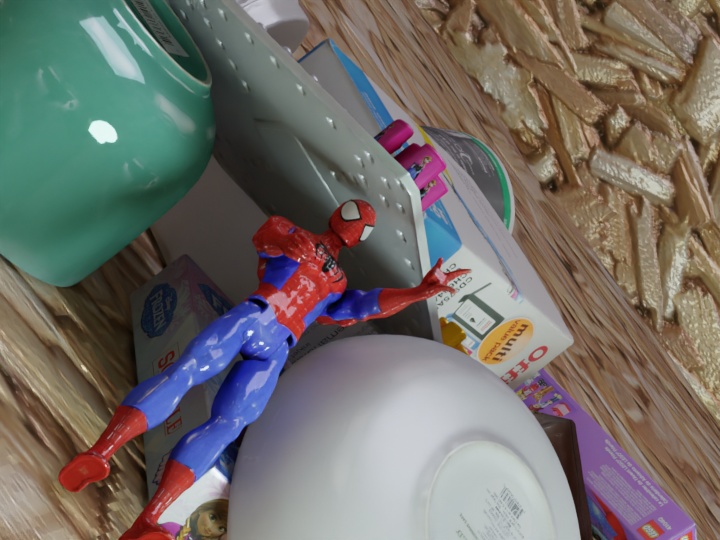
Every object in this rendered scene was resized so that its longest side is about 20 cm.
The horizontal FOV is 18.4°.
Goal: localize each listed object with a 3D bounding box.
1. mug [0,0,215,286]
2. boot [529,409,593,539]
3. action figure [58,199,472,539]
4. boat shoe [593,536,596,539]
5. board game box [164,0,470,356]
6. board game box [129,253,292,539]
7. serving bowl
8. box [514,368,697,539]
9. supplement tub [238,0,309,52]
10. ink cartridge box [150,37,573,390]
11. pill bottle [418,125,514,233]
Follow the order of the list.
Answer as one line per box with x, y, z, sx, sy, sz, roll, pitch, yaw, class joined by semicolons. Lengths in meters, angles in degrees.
-0.149;-0.096;1.041;0.185;0.114;0.153;45;14;-39;mug
0.130;0.172;1.332;0.186;0.064;0.202;1;76;-74;boot
-0.032;0.027;0.930;0.065;0.099;0.200;51;48;-16;action figure
0.116;0.176;1.431;0.200;0.072;0.065;50;11;-6;boat shoe
-0.021;-0.055;1.080;0.200;0.026;0.201;47;-16;27;board game box
-0.031;0.113;1.081;0.200;0.041;0.200;48;12;-27;board game box
0.036;0.122;0.988;0.199;0.065;0.202;17;66;-42;serving bowl
0.151;0.158;1.474;0.200;0.039;0.138;47;-22;41;box
-0.136;-0.193;1.336;0.201;0.140;0.140;54;11;8;supplement tub
0.000;0.000;1.284;0.200;0.147;0.145;37;19;-53;ink cartridge box
0.011;-0.044;1.485;0.199;0.113;0.114;1;51;-57;pill bottle
